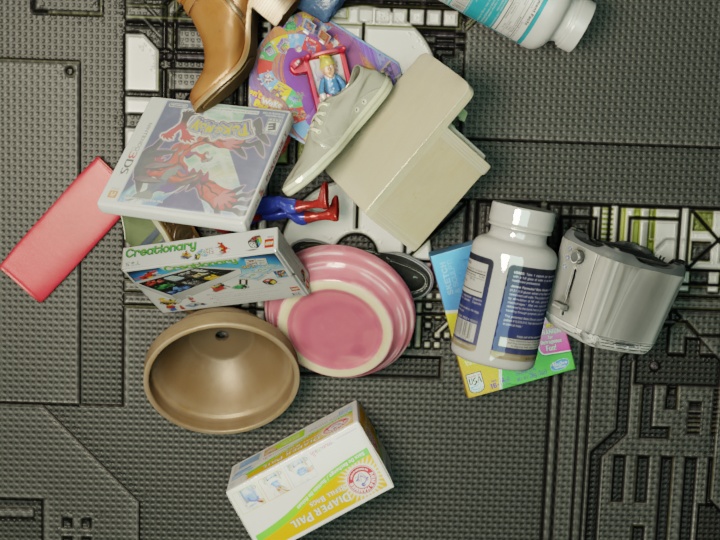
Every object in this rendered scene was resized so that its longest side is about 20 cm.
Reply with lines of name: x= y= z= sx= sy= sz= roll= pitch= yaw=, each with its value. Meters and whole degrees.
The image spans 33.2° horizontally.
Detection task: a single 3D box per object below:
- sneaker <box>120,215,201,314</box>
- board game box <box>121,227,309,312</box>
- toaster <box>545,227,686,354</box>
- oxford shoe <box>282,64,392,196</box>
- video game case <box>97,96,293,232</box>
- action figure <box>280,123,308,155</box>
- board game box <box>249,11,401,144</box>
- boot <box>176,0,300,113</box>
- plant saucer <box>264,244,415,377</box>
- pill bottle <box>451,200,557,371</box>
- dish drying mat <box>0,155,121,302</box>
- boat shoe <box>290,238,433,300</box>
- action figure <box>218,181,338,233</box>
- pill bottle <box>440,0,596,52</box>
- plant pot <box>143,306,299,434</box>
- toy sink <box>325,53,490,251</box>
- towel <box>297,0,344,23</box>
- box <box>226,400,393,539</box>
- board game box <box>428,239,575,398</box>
sneaker: x=-0.263 y=-0.037 z=1.580 sx=0.089 sy=0.067 sz=0.201 roll=7 pitch=126 yaw=37
board game box: x=-0.175 y=0.002 z=1.476 sx=0.199 sy=0.126 sz=0.035 roll=-7 pitch=62 yaw=13
toaster: x=0.328 y=0.029 z=1.557 sx=0.199 sy=0.114 sz=0.130 roll=10 pitch=105 yaw=-39
oxford shoe: x=-0.039 y=-0.175 z=1.490 sx=0.058 sy=0.075 sz=0.200 roll=41 pitch=77 yaw=-15
video game case: x=-0.202 y=-0.135 z=1.492 sx=0.199 sy=0.023 sz=0.183 roll=8 pitch=57 yaw=17
action figure: x=-0.165 y=-0.169 z=1.568 sx=0.199 sy=0.052 sz=0.066 roll=-9 pitch=94 yaw=-2
board game box: x=-0.043 y=-0.239 z=1.542 sx=0.199 sy=0.039 sz=0.159 roll=31 pitch=82 yaw=-4
boot: x=-0.190 y=-0.312 z=1.496 sx=0.155 sy=0.077 sz=0.200 roll=38 pitch=101 yaw=1
plant saucer: x=-0.030 y=0.063 z=1.563 sx=0.199 sy=0.051 sz=0.201 roll=4 pitch=122 yaw=7
pill bottle: x=0.187 y=0.017 z=1.526 sx=0.110 sy=0.111 sz=0.201 roll=11 pitch=98 yaw=-3
dish drying mat: x=-0.384 y=-0.054 z=1.595 sx=0.077 sy=0.018 sz=0.200 roll=43 pitch=95 yaw=-7
boat shoe: x=0.000 y=0.000 z=1.585 sx=0.199 sy=0.066 sz=0.070 roll=16 pitch=98 yaw=-3
action figure: x=-0.129 y=-0.080 z=1.558 sx=0.199 sy=0.065 sz=0.052 roll=-8 pitch=71 yaw=17
pill bottle: x=0.192 y=-0.351 z=1.513 sx=0.199 sy=0.111 sz=0.111 roll=27 pitch=97 yaw=-6
plant pot: x=-0.179 y=0.113 z=1.567 sx=0.200 sy=0.093 sz=0.202 roll=-3 pitch=131 yaw=-3
toy sink: x=0.076 y=-0.148 z=1.517 sx=0.112 sy=0.130 sz=0.200 roll=35 pitch=98 yaw=-39
towel: x=-0.094 y=-0.409 z=1.525 sx=0.199 sy=0.049 sz=0.112 roll=33 pitch=93 yaw=-4
box: x=-0.065 y=0.273 z=1.602 sx=0.199 sy=0.113 sz=0.102 roll=-29 pitch=98 yaw=2
board game box: x=0.188 y=0.053 z=1.609 sx=0.152 sy=0.040 sz=0.201 roll=-16 pitch=99 yaw=1
